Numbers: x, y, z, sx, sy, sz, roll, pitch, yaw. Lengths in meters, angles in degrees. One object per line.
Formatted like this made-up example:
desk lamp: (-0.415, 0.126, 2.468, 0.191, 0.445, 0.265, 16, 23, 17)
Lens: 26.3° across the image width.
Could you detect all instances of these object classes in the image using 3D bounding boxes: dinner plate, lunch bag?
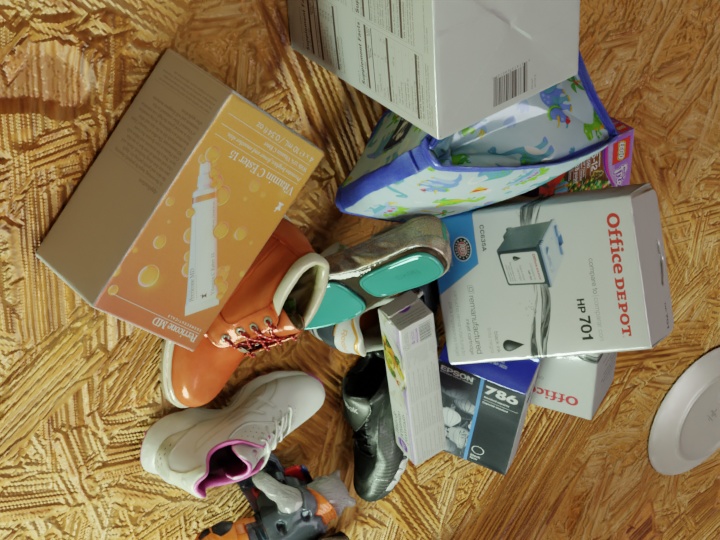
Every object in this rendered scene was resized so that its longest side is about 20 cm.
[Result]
dinner plate: (0.457, 0.190, 2.032, 0.200, 0.024, 0.200, -24, 130, -31)
lunch bag: (0.091, -0.112, 1.359, 0.200, 0.170, 0.128, -27, 90, -31)

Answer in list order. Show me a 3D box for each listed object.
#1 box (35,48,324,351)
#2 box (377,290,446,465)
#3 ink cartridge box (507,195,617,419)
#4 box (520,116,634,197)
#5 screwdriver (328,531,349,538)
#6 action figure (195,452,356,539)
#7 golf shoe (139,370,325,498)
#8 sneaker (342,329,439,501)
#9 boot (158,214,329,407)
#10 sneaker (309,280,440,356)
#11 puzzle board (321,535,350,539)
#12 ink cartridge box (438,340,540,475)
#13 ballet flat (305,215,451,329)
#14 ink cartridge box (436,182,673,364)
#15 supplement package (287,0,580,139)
box: (-0.146, -0.055, 1.247, 0.124, 0.097, 0.200, 29, 96, -49)
box: (0.051, 0.105, 1.471, 0.041, 0.039, 0.200, -28, 138, -18)
ink cartridge box: (0.188, 0.037, 1.570, 0.084, 0.145, 0.200, -51, 149, -49)
box: (0.224, -0.051, 1.638, 0.137, 0.039, 0.200, -26, 132, -29)
screwdriver: (-0.091, 0.341, 1.621, 0.200, 0.029, 0.028, -37, 136, -20)
action figure: (-0.085, 0.275, 1.530, 0.193, 0.105, 0.200, -38, 137, -4)
golf shoe: (-0.104, 0.157, 1.437, 0.200, 0.092, 0.075, -23, 129, -33)
sneaker: (0.012, 0.142, 1.557, 0.090, 0.066, 0.200, 1, 112, -40)
boot: (-0.102, 0.049, 1.354, 0.075, 0.107, 0.200, 18, 105, -49)
sneaker: (0.047, 0.024, 1.497, 0.200, 0.079, 0.078, -33, 134, -25)
puzzle board: (-0.093, 0.340, 1.543, 0.200, 0.017, 0.151, -43, 169, 0)
ink cartridge box: (0.124, 0.130, 1.585, 0.200, 0.099, 0.039, 95, 20, -49)
ballet flat: (0.000, 0.000, 1.408, 0.068, 0.200, 0.067, 47, 37, -38)
ink cartridge box: (0.178, 0.004, 1.441, 0.086, 0.200, 0.147, -19, 101, -63)
supplement package: (0.054, -0.232, 1.234, 0.152, 0.200, 0.151, -27, 133, -27)
